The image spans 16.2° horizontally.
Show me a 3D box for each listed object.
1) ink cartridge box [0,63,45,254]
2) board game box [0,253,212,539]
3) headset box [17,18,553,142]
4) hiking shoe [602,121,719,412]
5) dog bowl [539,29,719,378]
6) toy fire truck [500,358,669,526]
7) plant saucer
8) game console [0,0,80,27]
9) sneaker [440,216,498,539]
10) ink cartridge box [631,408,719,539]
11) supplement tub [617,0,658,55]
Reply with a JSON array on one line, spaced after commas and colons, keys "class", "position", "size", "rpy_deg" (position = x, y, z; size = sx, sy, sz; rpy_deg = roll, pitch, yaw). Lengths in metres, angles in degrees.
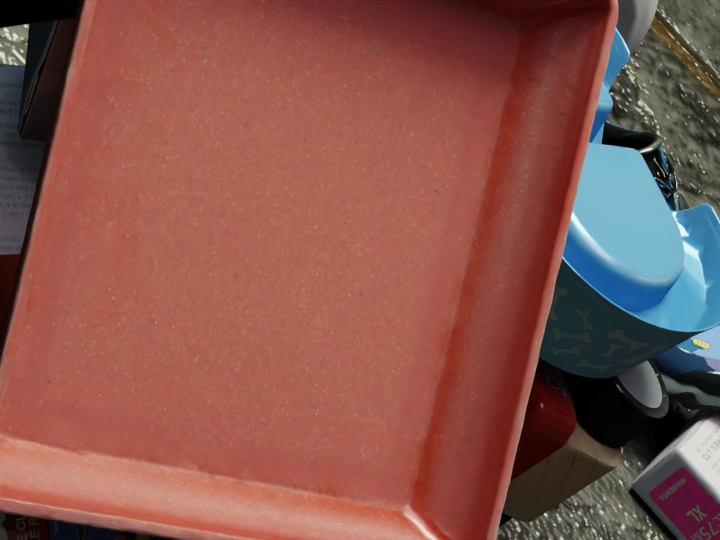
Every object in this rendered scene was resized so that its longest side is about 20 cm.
[{"class": "ink cartridge box", "position": [-0.134, 0.029, 0.863], "size": [0.162, 0.057, 0.201], "rpy_deg": [2, 84, -46]}, {"class": "board game box", "position": [-0.092, 0.095, 0.768], "size": [0.103, 0.019, 0.201], "rpy_deg": [-4, 86, -26]}, {"class": "headset box", "position": [-0.031, -0.109, 0.888], "size": [0.199, 0.077, 0.149], "rpy_deg": [12, 52, -15]}, {"class": "hiking shoe", "position": [0.119, -0.014, 1.126], "size": [0.200, 0.087, 0.074], "rpy_deg": [36, 36, 3]}, {"class": "dog bowl", "position": [0.069, -0.046, 0.985], "size": [0.111, 0.050, 0.201], "rpy_deg": [4, 53, -43]}, {"class": "toy fire truck", "position": [0.000, 0.000, 1.000], "size": [0.200, 0.128, 0.177], "rpy_deg": [29, 37, -41]}, {"class": "plant saucer", "position": [-0.021, -0.016, 0.770], "size": [0.199, 0.037, 0.201], "rpy_deg": [14, 88, -39]}, {"class": "game console", "position": [-0.150, -0.180, 0.791], "size": [0.176, 0.116, 0.201], "rpy_deg": [-114, -174, -65]}, {"class": "sneaker", "position": [0.017, 0.068, 0.900], "size": [0.067, 0.201, 0.090], "rpy_deg": [9, 14, 11]}, {"class": "ink cartridge box", "position": [0.219, 0.139, 1.146], "size": [0.200, 0.042, 0.119], "rpy_deg": [47, 35, 5]}, {"class": "supplement tub", "position": [0.056, -0.186, 1.205], "size": [0.140, 0.140, 0.201], "rpy_deg": [20, 42, -33]}]
